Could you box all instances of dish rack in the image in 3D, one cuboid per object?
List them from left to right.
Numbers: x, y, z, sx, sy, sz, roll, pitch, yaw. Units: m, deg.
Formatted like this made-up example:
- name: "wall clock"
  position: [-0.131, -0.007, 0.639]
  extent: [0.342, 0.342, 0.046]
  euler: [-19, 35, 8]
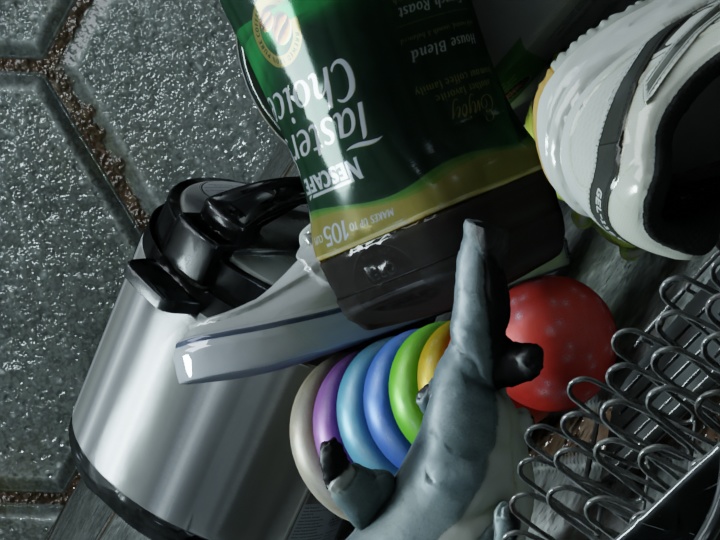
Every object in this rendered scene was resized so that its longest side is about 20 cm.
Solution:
- name: "dish rack"
  position: [0.092, 0.055, 0.511]
  extent: [0.154, 0.054, 0.201]
  euler: [-51, 12, 41]

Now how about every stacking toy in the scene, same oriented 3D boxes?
- name: "stacking toy"
  position: [0.046, 0.053, 0.738]
  extent: [0.200, 0.085, 0.086]
  euler: [-33, 27, 56]

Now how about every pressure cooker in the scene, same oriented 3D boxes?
- name: "pressure cooker"
  position: [-0.051, 0.041, 0.927]
  extent: [0.176, 0.177, 0.202]
  euler: [-77, 11, -70]

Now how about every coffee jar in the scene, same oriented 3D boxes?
- name: "coffee jar"
  position: [0.007, -0.080, 0.693]
  extent: [0.085, 0.202, 0.104]
  euler: [-22, 0, -45]

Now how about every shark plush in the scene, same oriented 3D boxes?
- name: "shark plush"
  position: [0.020, 0.085, 0.599]
  extent: [0.091, 0.082, 0.202]
  euler: [-85, 10, -63]

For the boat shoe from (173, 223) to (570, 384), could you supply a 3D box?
- name: "boat shoe"
  position: [0.000, 0.000, 0.806]
  extent: [0.198, 0.066, 0.074]
  euler: [-18, -4, -13]

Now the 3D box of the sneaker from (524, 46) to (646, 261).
- name: "sneaker"
  position: [0.105, -0.047, 0.699]
  extent: [0.077, 0.075, 0.200]
  euler: [-61, 7, -10]

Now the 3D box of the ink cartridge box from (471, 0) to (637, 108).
- name: "ink cartridge box"
  position: [0.103, -0.158, 0.780]
  extent: [0.199, 0.084, 0.146]
  euler: [-31, -13, -45]

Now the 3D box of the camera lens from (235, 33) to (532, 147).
- name: "camera lens"
  position: [0.035, -0.144, 0.955]
  extent: [0.161, 0.160, 0.200]
  euler: [-55, -13, 29]

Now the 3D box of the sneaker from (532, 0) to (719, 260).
- name: "sneaker"
  position: [0.148, -0.071, 0.491]
  extent: [0.199, 0.076, 0.088]
  euler: [-39, 26, 6]
